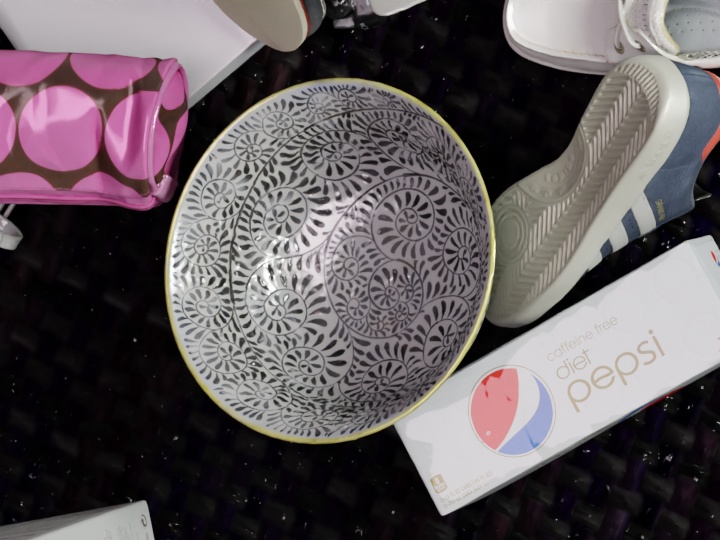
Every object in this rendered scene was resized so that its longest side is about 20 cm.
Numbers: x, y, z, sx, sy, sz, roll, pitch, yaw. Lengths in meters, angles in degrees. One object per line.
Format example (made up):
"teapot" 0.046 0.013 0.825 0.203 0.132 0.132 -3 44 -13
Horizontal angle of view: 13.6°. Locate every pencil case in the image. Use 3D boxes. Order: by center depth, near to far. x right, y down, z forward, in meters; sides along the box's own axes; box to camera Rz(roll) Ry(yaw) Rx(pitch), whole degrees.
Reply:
"pencil case" -0.197 -0.076 1.704 0.199 0.091 0.094 0 70 5

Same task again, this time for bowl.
"bowl" 0.000 0.000 1.676 0.200 0.094 0.202 -4 81 25

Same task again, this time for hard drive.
"hard drive" -0.157 -0.177 1.763 0.132 0.025 0.200 -38 81 18

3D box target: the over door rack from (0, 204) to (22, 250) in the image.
"over door rack" -0.283 -0.075 1.795 0.200 0.067 0.148 39 105 13

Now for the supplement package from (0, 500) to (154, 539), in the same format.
"supplement package" -0.212 0.229 1.721 0.150 0.200 0.153 -12 90 20

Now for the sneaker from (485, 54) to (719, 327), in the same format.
"sneaker" 0.139 -0.037 1.649 0.200 0.084 0.075 -49 53 39

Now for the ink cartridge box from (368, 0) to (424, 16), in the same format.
"ink cartridge box" 0.024 -0.248 1.619 0.128 0.125 0.201 -21 93 3

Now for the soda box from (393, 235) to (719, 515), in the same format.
"soda box" 0.119 0.058 1.663 0.199 0.064 0.068 -31 83 18

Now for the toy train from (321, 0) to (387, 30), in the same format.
"toy train" 0.000 -0.236 1.699 0.046 0.034 0.201 -1 94 16

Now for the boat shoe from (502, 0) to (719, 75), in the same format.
"boat shoe" 0.166 -0.142 1.627 0.199 0.069 0.071 -1 95 20

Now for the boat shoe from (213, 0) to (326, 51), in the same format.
"boat shoe" -0.077 -0.215 1.710 0.200 0.062 0.071 54 141 10
